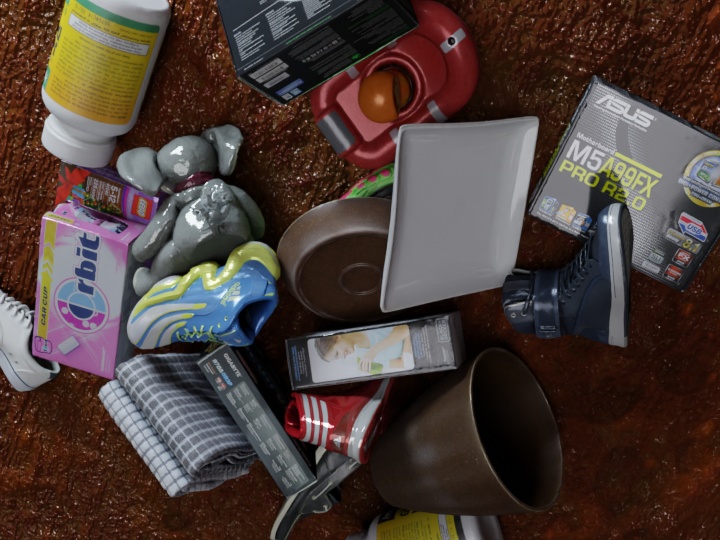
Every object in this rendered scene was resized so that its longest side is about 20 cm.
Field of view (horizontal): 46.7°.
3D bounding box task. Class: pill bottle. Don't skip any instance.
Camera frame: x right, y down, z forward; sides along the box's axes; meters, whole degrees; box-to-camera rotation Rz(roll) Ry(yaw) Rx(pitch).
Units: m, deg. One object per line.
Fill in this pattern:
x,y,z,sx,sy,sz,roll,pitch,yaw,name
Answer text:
-0.298,-0.227,0.953,0.111,0.113,0.203,27,115,1,pill bottle
0.080,0.363,1.092,0.197,0.113,0.114,-23,104,19,pill bottle

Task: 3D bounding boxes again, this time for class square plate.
0.104,-0.066,0.911,0.028,0.195,0.204,32,124,48,square plate

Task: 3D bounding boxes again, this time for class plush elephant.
-0.196,-0.083,0.975,0.161,0.157,0.201,-11,153,-23,plush elephant

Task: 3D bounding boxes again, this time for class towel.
-0.205,0.182,1.028,0.166,0.199,0.086,45,101,17,towel

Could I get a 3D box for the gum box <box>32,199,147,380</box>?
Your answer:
-0.336,0.021,1.037,0.111,0.066,0.204,16,113,4,gum box

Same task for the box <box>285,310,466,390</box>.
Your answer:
0.021,0.093,0.991,0.195,0.117,0.062,-9,88,12,box

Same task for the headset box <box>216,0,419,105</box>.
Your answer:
-0.059,-0.305,0.840,0.172,0.092,0.204,-25,73,21,headset box

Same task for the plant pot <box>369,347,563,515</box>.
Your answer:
0.111,0.216,1.007,0.198,0.187,0.189,-27,103,35,plant pot

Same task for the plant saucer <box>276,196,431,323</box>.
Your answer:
0.000,0.000,0.963,0.195,0.035,0.203,-1,138,-1,plant saucer

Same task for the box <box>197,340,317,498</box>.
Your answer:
-0.124,0.160,1.034,0.045,0.159,0.202,-31,101,2,box

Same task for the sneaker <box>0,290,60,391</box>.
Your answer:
-0.477,0.069,1.138,0.069,0.073,0.203,-20,114,9,sneaker

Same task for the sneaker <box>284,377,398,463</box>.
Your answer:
-0.023,0.154,0.992,0.113,0.200,0.080,15,99,10,sneaker

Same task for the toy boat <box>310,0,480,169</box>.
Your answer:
0.032,-0.191,0.880,0.198,0.131,0.131,-35,101,22,toy boat

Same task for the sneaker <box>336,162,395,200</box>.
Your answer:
-0.013,-0.042,0.979,0.198,0.077,0.084,-34,100,25,sneaker

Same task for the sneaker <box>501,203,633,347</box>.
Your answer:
0.223,0.007,0.910,0.143,0.078,0.205,7,140,21,sneaker

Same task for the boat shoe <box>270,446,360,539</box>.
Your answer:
-0.061,0.302,1.123,0.067,0.072,0.202,34,112,2,boat shoe

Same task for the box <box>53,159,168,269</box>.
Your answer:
-0.332,-0.031,1.075,0.134,0.039,0.204,20,114,4,box

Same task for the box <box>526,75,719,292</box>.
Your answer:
0.302,-0.092,0.904,0.197,0.044,0.162,27,115,2,box

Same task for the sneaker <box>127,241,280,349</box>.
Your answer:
-0.174,0.049,0.928,0.198,0.106,0.076,-33,134,8,sneaker
